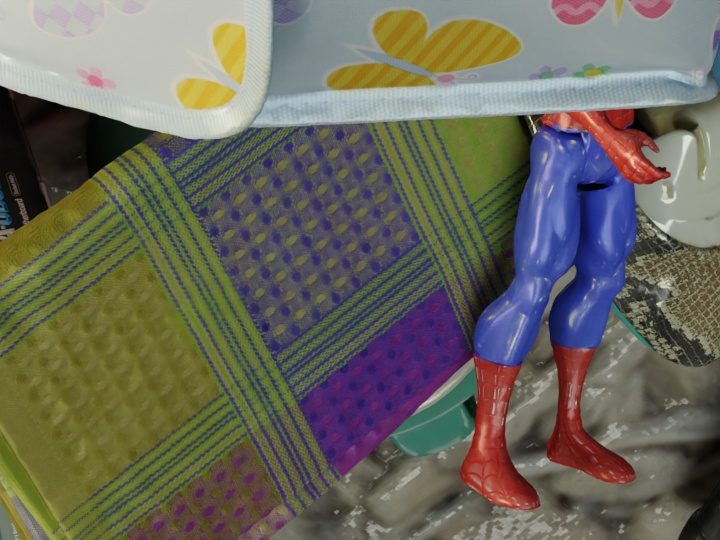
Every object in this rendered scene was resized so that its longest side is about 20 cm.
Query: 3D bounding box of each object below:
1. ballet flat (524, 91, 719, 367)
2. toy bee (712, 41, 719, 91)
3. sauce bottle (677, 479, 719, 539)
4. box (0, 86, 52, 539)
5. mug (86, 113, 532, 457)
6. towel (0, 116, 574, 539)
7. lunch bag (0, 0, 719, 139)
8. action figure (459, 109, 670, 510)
[{"bbox_3d":[0.081,-0.065,0.846,0.068,0.200,0.075,-28,180,-40],"label":"ballet flat"},{"bbox_3d":[0.155,-0.088,0.903,0.131,0.109,0.200,32,144,-25],"label":"toy bee"},{"bbox_3d":[0.188,0.045,1.035,0.065,0.065,0.200,11,123,-24],"label":"sauce bottle"},{"bbox_3d":[-0.119,0.037,0.876,0.046,0.159,0.200,-13,131,-11],"label":"box"},{"bbox_3d":[0.002,-0.009,0.902,0.185,0.114,0.152,23,119,-30],"label":"mug"},{"bbox_3d":[-0.032,0.008,0.783,0.200,0.023,0.144,-39,129,-15],"label":"towel"},{"bbox_3d":[-0.015,-0.123,0.595,0.200,0.127,0.170,-1,125,-8],"label":"lunch bag"},{"bbox_3d":[0.083,-0.022,0.780,0.065,0.099,0.200,-12,112,-39],"label":"action figure"}]
